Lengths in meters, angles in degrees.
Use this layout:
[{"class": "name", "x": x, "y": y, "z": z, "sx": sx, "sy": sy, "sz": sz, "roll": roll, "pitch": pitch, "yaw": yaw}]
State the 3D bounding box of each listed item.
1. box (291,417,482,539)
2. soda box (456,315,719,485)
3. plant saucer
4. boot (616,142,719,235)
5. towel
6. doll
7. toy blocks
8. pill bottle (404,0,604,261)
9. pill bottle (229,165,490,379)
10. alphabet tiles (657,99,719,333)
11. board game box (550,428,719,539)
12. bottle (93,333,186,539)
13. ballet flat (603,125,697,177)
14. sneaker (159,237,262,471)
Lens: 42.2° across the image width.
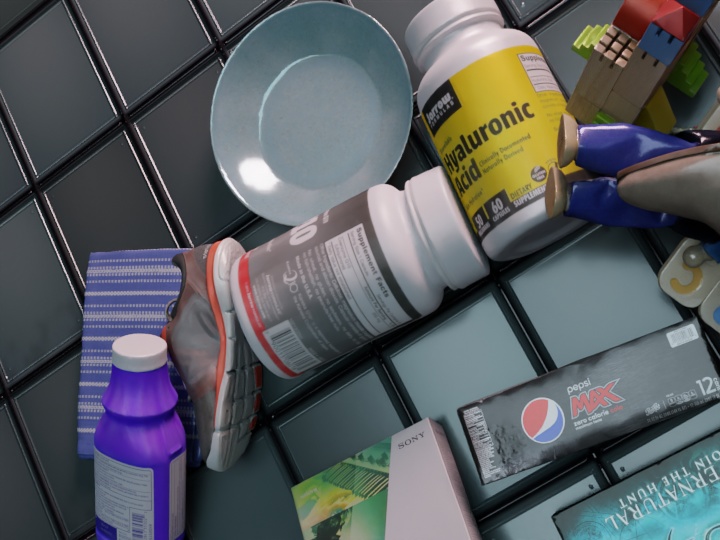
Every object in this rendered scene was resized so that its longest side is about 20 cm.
[{"class": "box", "x": 0.032, "y": 0.241, "z": 0.753, "sx": 0.142, "sy": 0.036, "sz": 0.203, "roll": -29, "pitch": 57, "yaw": 15}, {"class": "soda box", "x": 0.179, "y": 0.102, "z": 0.726, "sx": 0.197, "sy": 0.071, "sz": 0.065, "roll": -23, "pitch": 78, "yaw": 16}, {"class": "plant saucer", "x": -0.042, "y": -0.139, "z": 0.848, "sx": 0.196, "sy": 0.039, "sz": 0.206, "roll": -3, "pitch": 83, "yaw": 19}, {"class": "boot", "x": 0.260, "y": -0.002, "z": 0.558, "sx": 0.195, "sy": 0.070, "sz": 0.150, "roll": -7, "pitch": 79, "yaw": 20}, {"class": "towel", "x": -0.207, "y": 0.082, "z": 0.895, "sx": 0.141, "sy": 0.024, "sz": 0.205, "roll": -2, "pitch": 82, "yaw": 21}, {"class": "doll", "x": 0.232, "y": -0.065, "z": 0.641, "sx": 0.195, "sy": 0.049, "sz": 0.139, "roll": 6, "pitch": 123, "yaw": 1}, {"class": "toy blocks", "x": 0.223, "y": -0.190, "z": 0.669, "sx": 0.099, "sy": 0.137, "sz": 0.201, "roll": 35, "pitch": 68, "yaw": 10}, {"class": "pill bottle", "x": 0.111, "y": -0.120, "z": 0.754, "sx": 0.110, "sy": 0.111, "sz": 0.203, "roll": -28, "pitch": 75, "yaw": 14}, {"class": "pill bottle", "x": 0.000, "y": 0.000, "z": 0.779, "sx": 0.197, "sy": 0.114, "sz": 0.116, "roll": -26, "pitch": 76, "yaw": 14}, {"class": "alphabet tiles", "x": 0.318, "y": -0.037, "z": 0.678, "sx": 0.198, "sy": 0.015, "sz": 0.197, "roll": 34, "pitch": 102, "yaw": -5}, {"class": "board game box", "x": 0.263, "y": 0.206, "z": 0.709, "sx": 0.198, "sy": 0.028, "sz": 0.137, "roll": -31, "pitch": 74, "yaw": 14}, {"class": "bottle", "x": -0.194, "y": 0.158, "z": 0.821, "sx": 0.082, "sy": 0.065, "sz": 0.205, "roll": 13, "pitch": 111, "yaw": 25}, {"class": "ballet flat", "x": 0.278, "y": -0.078, "z": 0.715, "sx": 0.195, "sy": 0.064, "sz": 0.078, "roll": -1, "pitch": 83, "yaw": 19}, {"class": "sneaker", "x": -0.139, "y": 0.076, "z": 0.839, "sx": 0.080, "sy": 0.077, "sz": 0.205, "roll": -3, "pitch": 81, "yaw": 18}]
